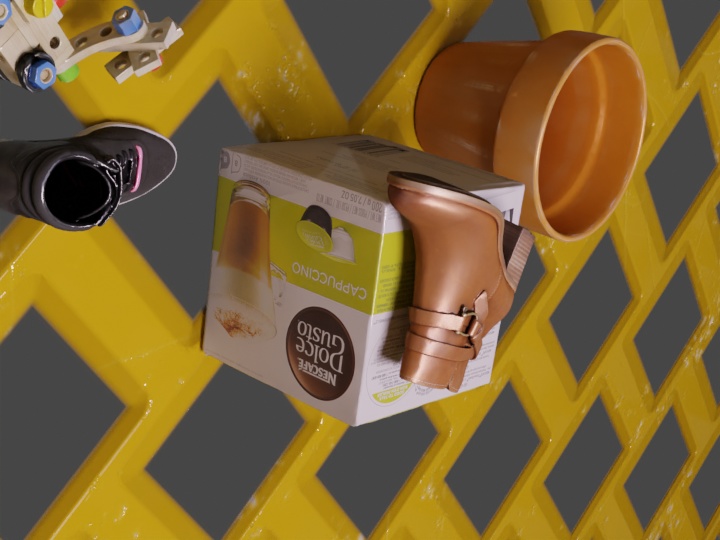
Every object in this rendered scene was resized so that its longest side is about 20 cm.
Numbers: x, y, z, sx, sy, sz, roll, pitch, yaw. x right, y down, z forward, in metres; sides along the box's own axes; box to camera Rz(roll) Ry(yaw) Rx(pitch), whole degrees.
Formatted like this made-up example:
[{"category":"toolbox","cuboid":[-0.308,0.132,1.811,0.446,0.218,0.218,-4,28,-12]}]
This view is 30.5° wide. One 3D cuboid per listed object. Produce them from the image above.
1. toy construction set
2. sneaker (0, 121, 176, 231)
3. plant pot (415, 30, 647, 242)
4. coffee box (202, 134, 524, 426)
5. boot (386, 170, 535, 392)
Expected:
[{"category":"toy construction set","cuboid":[-0.219,-0.204,0.929,0.132,0.091,0.201,-52,129,-20]},{"category":"sneaker","cuboid":[-0.196,-0.068,1.005,0.199,0.098,0.072,-11,114,-49]},{"category":"plant pot","cuboid":[0.161,-0.151,1.336,0.199,0.182,0.203,-25,125,-42]},{"category":"coffee box","cuboid":[0.000,0.000,1.195,0.198,0.198,0.201,-11,115,-48]},{"category":"boot","cuboid":[0.062,0.015,1.061,0.199,0.073,0.157,26,89,-49]}]
